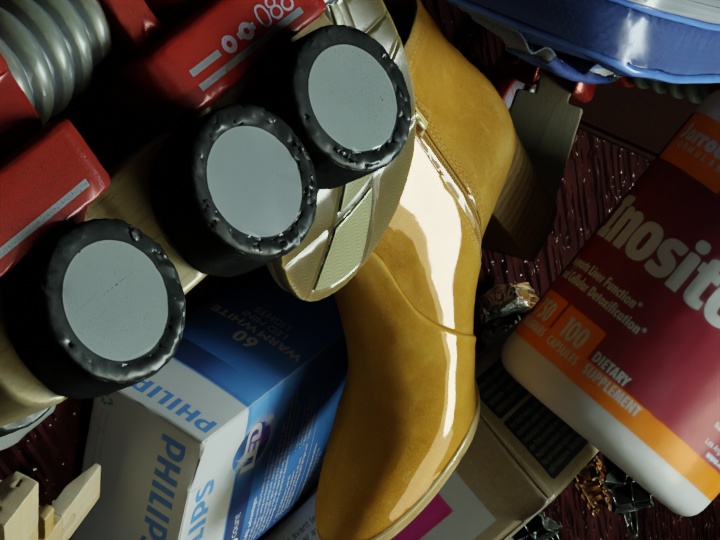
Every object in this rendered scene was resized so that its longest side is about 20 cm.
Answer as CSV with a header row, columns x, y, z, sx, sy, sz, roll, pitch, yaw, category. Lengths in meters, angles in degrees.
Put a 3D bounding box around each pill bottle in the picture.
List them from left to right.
x,y,z,sx,sy,sz,roll,pitch,yaw,category
0.162,-0.004,0.942,0.200,0.113,0.113,-51,158,1,pill bottle

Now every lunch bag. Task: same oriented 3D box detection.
x,y,z,sx,sy,sz,roll,pitch,yaw,category
0.098,-0.144,0.887,0.200,0.135,0.133,-7,123,-65,lunch bag

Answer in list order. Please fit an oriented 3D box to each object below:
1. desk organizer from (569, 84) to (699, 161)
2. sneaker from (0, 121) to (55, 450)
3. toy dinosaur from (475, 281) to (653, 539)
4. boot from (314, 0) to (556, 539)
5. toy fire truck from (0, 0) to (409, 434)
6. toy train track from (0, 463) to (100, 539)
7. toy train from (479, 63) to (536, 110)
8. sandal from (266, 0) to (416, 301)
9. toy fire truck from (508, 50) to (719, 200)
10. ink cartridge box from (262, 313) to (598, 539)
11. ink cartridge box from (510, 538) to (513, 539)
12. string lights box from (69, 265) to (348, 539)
x,y,z,sx,sy,sz,roll,pitch,yaw,category
0.199,-0.092,1.162,0.072,0.199,0.077,-30,140,-52,desk organizer
-0.122,0.013,0.766,0.200,0.075,0.082,-37,162,-38,sneaker
0.122,0.088,1.295,0.102,0.136,0.200,-34,135,25,toy dinosaur
0.001,0.000,0.900,0.144,0.070,0.202,45,64,-39,boot
-0.096,-0.078,0.651,0.176,0.201,0.128,-42,-167,-37,toy fire truck
-0.150,0.143,0.886,0.115,0.032,0.201,-55,164,-38,toy train track
0.070,-0.078,1.087,0.200,0.034,0.046,-56,146,-36,toy train
-0.031,-0.088,0.814,0.080,0.054,0.201,-31,118,-33,sandal
0.142,-0.102,1.027,0.129,0.175,0.201,12,97,-68,toy fire truck
0.027,0.114,1.056,0.200,0.075,0.165,-42,175,25,ink cartridge box
0.040,0.236,1.247,0.200,0.144,0.085,-39,156,-45,ink cartridge box
-0.040,0.055,0.978,0.200,0.059,0.103,-36,149,-48,string lights box
